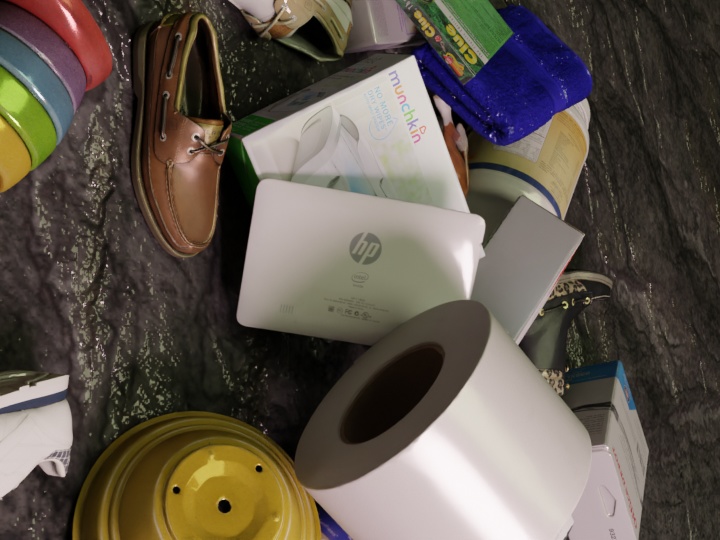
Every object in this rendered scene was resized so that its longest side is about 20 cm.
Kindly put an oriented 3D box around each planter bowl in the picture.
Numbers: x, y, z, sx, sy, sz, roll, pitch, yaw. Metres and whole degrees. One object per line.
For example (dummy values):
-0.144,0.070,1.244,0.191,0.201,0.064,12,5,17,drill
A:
-0.111,0.187,0.819,0.198,0.084,0.203,10,60,-18,planter bowl

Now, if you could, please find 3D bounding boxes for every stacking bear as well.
-0.266,-0.099,0.730,0.114,0.121,0.201,45,62,-28,stacking bear

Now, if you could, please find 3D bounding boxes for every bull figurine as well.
0.033,-0.133,1.112,0.198,0.065,0.123,22,64,-33,bull figurine

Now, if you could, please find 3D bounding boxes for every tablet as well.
0.000,0.000,0.932,0.014,0.197,0.132,-108,-152,-73,tablet

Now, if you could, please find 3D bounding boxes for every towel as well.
0.157,-0.217,1.164,0.147,0.050,0.199,43,44,13,towel

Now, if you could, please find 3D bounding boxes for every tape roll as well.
0.065,0.143,0.870,0.139,0.202,0.203,48,49,-16,tape roll

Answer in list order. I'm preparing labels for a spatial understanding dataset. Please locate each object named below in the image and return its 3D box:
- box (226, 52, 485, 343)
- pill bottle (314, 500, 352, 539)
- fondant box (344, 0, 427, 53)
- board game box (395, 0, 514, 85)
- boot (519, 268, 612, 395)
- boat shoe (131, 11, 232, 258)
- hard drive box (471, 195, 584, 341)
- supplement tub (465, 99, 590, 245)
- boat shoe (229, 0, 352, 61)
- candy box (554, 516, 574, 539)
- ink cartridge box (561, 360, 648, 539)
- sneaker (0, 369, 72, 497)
-0.007,-0.070,0.994,0.175,0.097,0.202,-27,109,-14,box
-0.012,0.243,0.982,0.199,0.119,0.121,-28,107,-49,pill bottle
0.039,-0.314,1.166,0.199,0.058,0.146,-20,100,-49,fondant box
0.067,-0.289,1.085,0.201,0.023,0.105,50,44,-8,board game box
0.246,0.076,1.364,0.202,0.073,0.156,4,85,-46,boot
-0.145,-0.113,0.903,0.072,0.067,0.203,-12,96,-52,boat shoe
0.122,0.051,1.072,0.201,0.076,0.156,-53,169,-26,hard drive box
0.180,-0.120,1.246,0.145,0.143,0.201,52,49,-33,supplement tub
-0.072,-0.249,1.007,0.199,0.074,0.069,9,73,-51,boat shoe
0.092,0.287,1.067,0.200,0.166,0.072,-50,123,-42,candy box
0.295,0.228,1.354,0.147,0.083,0.200,70,25,-19,ink cartridge box
-0.272,0.122,0.719,0.199,0.076,0.082,-11,103,-50,sneaker
